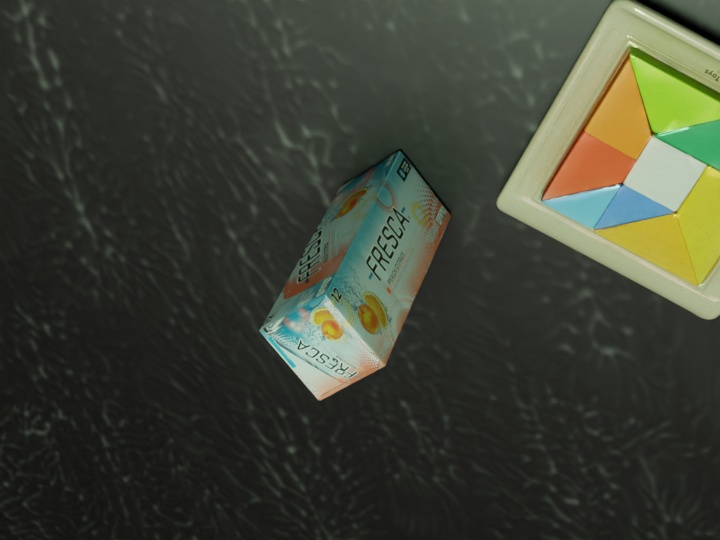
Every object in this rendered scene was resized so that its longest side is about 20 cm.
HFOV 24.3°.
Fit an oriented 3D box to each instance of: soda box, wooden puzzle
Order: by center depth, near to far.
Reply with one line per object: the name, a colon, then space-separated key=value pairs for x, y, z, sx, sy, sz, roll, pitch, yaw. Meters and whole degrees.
wooden puzzle: x=0.213 y=-0.070 z=1.168 sx=0.184 sy=0.037 sz=0.201 roll=27 pitch=127 yaw=-2
soda box: x=0.000 y=0.000 z=1.181 sx=0.063 sy=0.200 sz=0.069 roll=-29 pitch=109 yaw=31
